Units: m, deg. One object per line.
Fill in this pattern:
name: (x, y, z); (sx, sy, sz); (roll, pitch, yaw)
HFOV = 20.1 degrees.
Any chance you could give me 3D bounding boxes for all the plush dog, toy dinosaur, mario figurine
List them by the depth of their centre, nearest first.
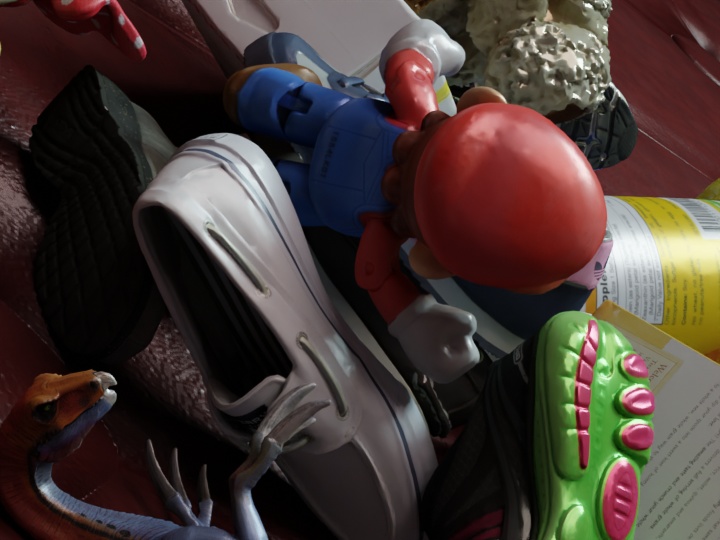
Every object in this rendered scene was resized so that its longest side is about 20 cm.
toy dinosaur: (-0.043, 0.108, 0.705); (0.180, 0.105, 0.201); (13, 39, -13)
mario figurine: (0.027, -0.031, 0.859); (0.106, 0.124, 0.199); (-28, 30, -35)
plush dog: (0.054, -0.185, 1.166); (0.171, 0.161, 0.200); (16, 11, -24)

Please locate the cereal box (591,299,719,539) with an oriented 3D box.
cereal box: (0.133, 0.113, 0.843); (0.200, 0.144, 0.040); (34, -15, 40)

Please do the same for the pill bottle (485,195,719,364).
pill bottle: (0.116, 0.015, 1.092); (0.199, 0.111, 0.111); (1, 38, -28)

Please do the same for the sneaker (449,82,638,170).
sneaker: (0.093, -0.123, 1.335); (0.199, 0.079, 0.089); (25, 11, 19)

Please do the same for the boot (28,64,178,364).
boot: (-0.078, -0.008, 0.920); (0.130, 0.068, 0.200); (36, 20, -30)

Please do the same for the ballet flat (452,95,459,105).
ballet flat: (0.038, -0.083, 1.245); (0.200, 0.072, 0.072); (38, 16, 30)

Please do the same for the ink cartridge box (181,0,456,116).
ink cartridge box: (-0.021, -0.116, 1.113); (0.145, 0.083, 0.200); (49, -3, 21)

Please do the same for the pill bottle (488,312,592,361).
pill bottle: (0.127, 0.113, 0.955); (0.111, 0.111, 0.200); (24, 25, -38)

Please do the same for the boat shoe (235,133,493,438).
boat shoe: (0.000, 0.000, 1.007); (0.202, 0.060, 0.072); (57, -12, 30)

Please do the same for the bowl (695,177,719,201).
bowl: (0.239, 0.028, 1.320); (0.107, 0.201, 0.200); (-7, 29, -2)

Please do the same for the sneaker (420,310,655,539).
sneaker: (0.065, 0.115, 0.813); (0.077, 0.084, 0.201); (31, 60, -25)

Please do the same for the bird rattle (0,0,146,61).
bird rattle: (-0.193, -0.142, 0.907); (0.162, 0.113, 0.200); (12, 25, 20)

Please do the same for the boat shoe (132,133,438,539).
boat shoe: (-0.037, 0.045, 0.831); (0.201, 0.073, 0.067); (60, 39, -10)

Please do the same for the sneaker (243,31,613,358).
sneaker: (0.034, -0.053, 0.955); (0.200, 0.082, 0.070); (45, 21, -1)
